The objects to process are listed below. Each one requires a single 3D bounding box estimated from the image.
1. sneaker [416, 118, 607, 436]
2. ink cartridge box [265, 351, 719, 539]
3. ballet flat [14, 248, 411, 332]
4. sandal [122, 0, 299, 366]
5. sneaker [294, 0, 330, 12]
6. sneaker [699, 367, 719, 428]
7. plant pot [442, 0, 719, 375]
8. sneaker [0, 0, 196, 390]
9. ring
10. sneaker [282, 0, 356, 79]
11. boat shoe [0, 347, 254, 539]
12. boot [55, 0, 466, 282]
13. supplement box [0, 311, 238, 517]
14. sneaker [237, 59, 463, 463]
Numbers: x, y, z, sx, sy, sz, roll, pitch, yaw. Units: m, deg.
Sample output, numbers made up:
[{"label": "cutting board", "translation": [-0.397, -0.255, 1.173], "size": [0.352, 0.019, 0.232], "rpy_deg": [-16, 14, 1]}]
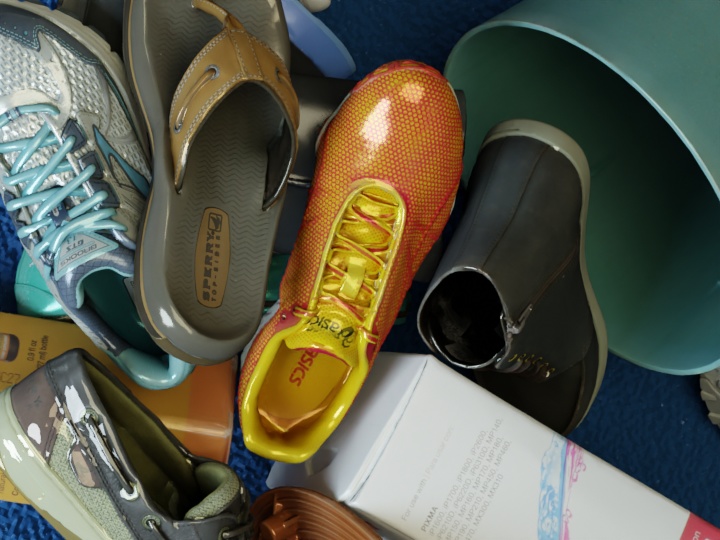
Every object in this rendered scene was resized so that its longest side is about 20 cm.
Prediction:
[{"label": "sneaker", "translation": [0.065, 0.033, 1.406], "size": [0.075, 0.200, 0.106], "rpy_deg": [12, 48, 21]}, {"label": "ink cartridge box", "translation": [0.072, 0.122, 1.424], "size": [0.200, 0.148, 0.086], "rpy_deg": [33, 79, -15]}, {"label": "ballet flat", "translation": [-0.068, -0.006, 1.420], "size": [0.199, 0.067, 0.071], "rpy_deg": [-1, 93, -16]}, {"label": "sandal", "translation": [-0.061, -0.060, 1.279], "size": [0.082, 0.055, 0.201], "rpy_deg": [12, 73, -29]}, {"label": "sneaker", "translation": [-0.024, -0.227, 1.426], "size": [0.082, 0.075, 0.201], "rpy_deg": [-8, 93, -16]}, {"label": "sneaker", "translation": [0.261, 0.084, 1.529], "size": [0.200, 0.076, 0.081], "rpy_deg": [38, 69, -19]}, {"label": "plant pot", "translation": [0.166, -0.076, 1.430], "size": [0.161, 0.200, 0.201], "rpy_deg": [-37, 101, -26]}, {"label": "sneaker", "translation": [-0.121, -0.033, 1.299], "size": [0.077, 0.086, 0.200], "rpy_deg": [-28, 116, 14]}, {"label": "ring", "translation": [0.002, 0.193, 1.376], "size": [0.019, 0.200, 0.201], "rpy_deg": [-28, 99, -26]}, {"label": "sneaker", "translation": [-0.095, -0.132, 1.409], "size": [0.200, 0.070, 0.078], "rpy_deg": [41, 79, -13]}, {"label": "boat shoe", "translation": [-0.081, 0.114, 1.317], "size": [0.066, 0.072, 0.201], "rpy_deg": [-38, 109, 24]}, {"label": "boot", "translation": [-0.045, -0.087, 1.358], "size": [0.199, 0.066, 0.165], "rpy_deg": [12, 114, -6]}, {"label": "supplement box", "translation": [-0.160, 0.064, 1.368], "size": [0.199, 0.067, 0.069], "rpy_deg": [11, 125, -7]}, {"label": "sneaker", "translation": [0.000, 0.000, 1.330], "size": [0.073, 0.077, 0.200], "rpy_deg": [15, 112, -10]}]
